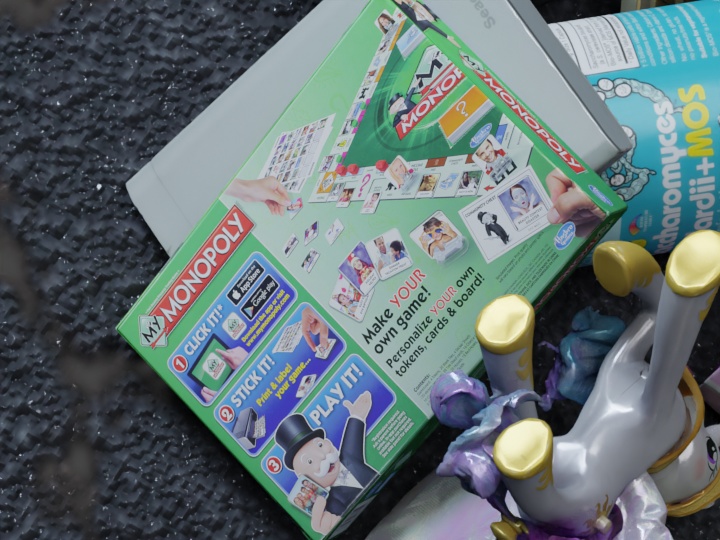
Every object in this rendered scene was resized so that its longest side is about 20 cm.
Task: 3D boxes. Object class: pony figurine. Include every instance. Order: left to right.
[{"bbox_3d":[0.090,0.089,0.865,0.193,0.200,0.166,-45,57,-14],"label":"pony figurine"}]

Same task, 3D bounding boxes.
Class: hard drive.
[{"bbox_3d":[0.003,-0.045,0.918,0.132,0.200,0.026,54,26,9],"label":"hard drive"}]

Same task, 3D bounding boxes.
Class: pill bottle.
[{"bbox_3d":[0.116,-0.060,0.965,0.198,0.111,0.112,-10,74,-5],"label":"pill bottle"}]

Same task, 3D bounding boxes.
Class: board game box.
[{"bbox_3d":[0.000,0.000,0.895,0.135,0.200,0.029,46,25,13],"label":"board game box"}]

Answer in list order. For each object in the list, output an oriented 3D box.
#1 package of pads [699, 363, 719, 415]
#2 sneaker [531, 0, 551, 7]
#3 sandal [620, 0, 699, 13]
[{"bbox_3d":[0.263,0.074,0.977,0.200,0.076,0.121,42,68,4],"label":"package of pads"},{"bbox_3d":[0.037,-0.132,0.997,0.075,0.079,0.200,45,71,5],"label":"sneaker"},{"bbox_3d":[0.138,-0.190,0.992,0.054,0.201,0.080,26,39,28],"label":"sandal"}]
